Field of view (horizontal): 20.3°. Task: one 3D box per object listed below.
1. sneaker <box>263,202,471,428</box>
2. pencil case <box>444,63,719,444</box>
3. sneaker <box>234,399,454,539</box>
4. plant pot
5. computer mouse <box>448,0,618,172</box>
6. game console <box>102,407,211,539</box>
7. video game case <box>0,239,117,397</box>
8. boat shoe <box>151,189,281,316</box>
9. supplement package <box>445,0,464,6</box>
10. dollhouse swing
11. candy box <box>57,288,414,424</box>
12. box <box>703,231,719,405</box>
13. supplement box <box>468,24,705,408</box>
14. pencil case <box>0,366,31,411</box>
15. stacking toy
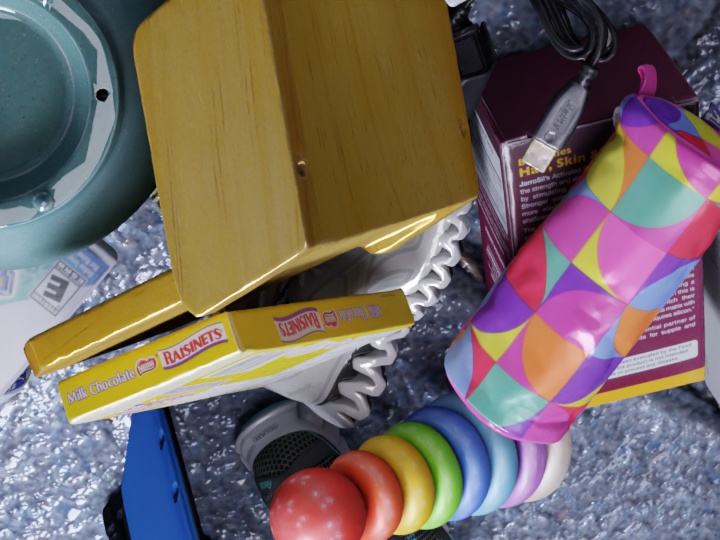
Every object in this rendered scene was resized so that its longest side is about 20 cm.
[{"bbox_3d":[0.000,0.000,1.132,0.081,0.075,0.200,20,117,-18],"label":"sneaker"},{"bbox_3d":[0.124,-0.003,1.049,0.088,0.088,0.200,22,114,-28],"label":"pencil case"},{"bbox_3d":[-0.002,0.167,1.234,0.078,0.091,0.200,-39,126,13],"label":"sneaker"},{"bbox_3d":[-0.172,-0.088,0.931,0.200,0.134,0.200,-1,102,-7],"label":"plant pot"},{"bbox_3d":[0.052,-0.085,1.050,0.046,0.140,0.200,12,121,-53],"label":"computer mouse"},{"bbox_3d":[-0.076,0.176,1.149,0.171,0.200,0.118,31,112,-32],"label":"game console"},{"bbox_3d":[-0.257,-0.002,1.017,0.200,0.022,0.182,40,94,-14],"label":"video game case"},{"bbox_3d":[-0.078,-0.057,1.069,0.074,0.076,0.200,-2,117,-9],"label":"boat shoe"},{"bbox_3d":[0.056,-0.200,0.903,0.110,0.200,0.114,-43,92,15],"label":"supplement package"},{"bbox_3d":[-0.066,-0.059,0.936,0.176,0.200,0.182,-8,96,26],"label":"dollhouse swing"},{"bbox_3d":[-0.057,0.041,1.017,0.102,0.026,0.200,-21,174,24],"label":"candy box"},{"bbox_3d":[0.286,0.035,1.156,0.131,0.199,0.200,-17,127,-5],"label":"box"},{"bbox_3d":[0.129,-0.025,1.138,0.110,0.086,0.200,-13,127,-6],"label":"supplement box"},{"bbox_3d":[-0.256,0.109,1.124,0.083,0.091,0.200,35,114,9],"label":"pencil case"},{"bbox_3d":[0.029,0.117,1.163,0.200,0.085,0.085,-15,133,-41],"label":"stacking toy"}]
